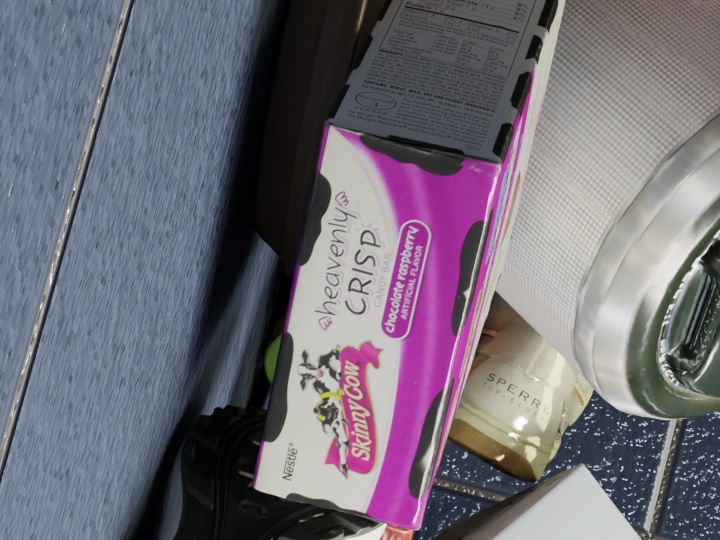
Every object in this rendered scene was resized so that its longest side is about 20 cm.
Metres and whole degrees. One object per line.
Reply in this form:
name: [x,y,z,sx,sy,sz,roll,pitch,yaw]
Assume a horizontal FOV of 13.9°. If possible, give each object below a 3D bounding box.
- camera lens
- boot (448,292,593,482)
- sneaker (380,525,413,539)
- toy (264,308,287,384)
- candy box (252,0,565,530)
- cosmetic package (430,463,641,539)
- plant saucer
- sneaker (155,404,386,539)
camera lens: [0.107,-0.051,1.187,0.160,0.200,0.160,-29,144,-23]
boot: [0.096,0.010,1.376,0.155,0.072,0.200,-60,-179,7]
sneaker: [-0.029,0.105,1.183,0.116,0.078,0.200,-85,-162,-61]
toy: [0.000,0.000,1.263,0.200,0.047,0.115,-66,171,-63]
candy box: [0.021,-0.022,1.009,0.200,0.061,0.137,-65,169,-64]
cosmetic package: [0.027,0.164,1.326,0.151,0.052,0.200,-35,179,-21]
plant saucer: [-0.003,-0.090,1.064,0.200,0.029,0.201,13,90,-86]
sneaker: [-0.045,0.111,0.973,0.200,0.074,0.079,-57,171,-58]
